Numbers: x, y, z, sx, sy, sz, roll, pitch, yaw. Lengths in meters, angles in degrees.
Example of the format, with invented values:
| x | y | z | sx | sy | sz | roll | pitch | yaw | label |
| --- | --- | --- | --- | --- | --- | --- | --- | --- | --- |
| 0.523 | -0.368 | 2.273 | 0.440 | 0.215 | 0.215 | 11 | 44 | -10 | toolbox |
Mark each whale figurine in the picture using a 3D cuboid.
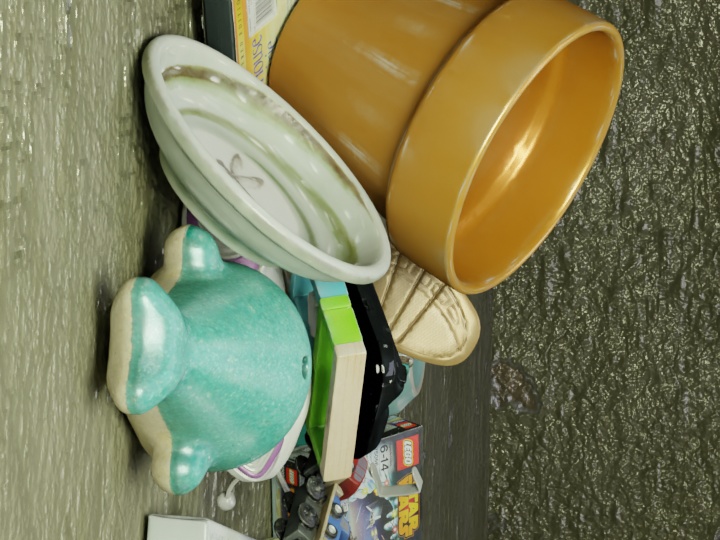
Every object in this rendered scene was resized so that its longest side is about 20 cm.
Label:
| x | y | z | sx | sy | sz | roll | pitch | yaw | label |
| --- | --- | --- | --- | --- | --- | --- | --- | --- | --- |
| -0.089 | 0.052 | 1.317 | 0.200 | 0.103 | 0.160 | 40 | 53 | -76 | whale figurine |

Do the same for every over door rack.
| x | y | z | sx | sy | sz | roll | pitch | yaw | label |
| --- | --- | --- | --- | --- | --- | --- | --- | --- | --- |
| -0.043 | 0.132 | 1.579 | 0.200 | 0.066 | 0.148 | 54 | 28 | -21 | over door rack |

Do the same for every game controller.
| x | y | z | sx | sy | sz | roll | pitch | yaw | label |
| --- | --- | --- | --- | --- | --- | --- | --- | --- | --- |
| -0.017 | 0.028 | 1.502 | 0.201 | 0.042 | 0.105 | -110 | -148 | -41 | game controller |

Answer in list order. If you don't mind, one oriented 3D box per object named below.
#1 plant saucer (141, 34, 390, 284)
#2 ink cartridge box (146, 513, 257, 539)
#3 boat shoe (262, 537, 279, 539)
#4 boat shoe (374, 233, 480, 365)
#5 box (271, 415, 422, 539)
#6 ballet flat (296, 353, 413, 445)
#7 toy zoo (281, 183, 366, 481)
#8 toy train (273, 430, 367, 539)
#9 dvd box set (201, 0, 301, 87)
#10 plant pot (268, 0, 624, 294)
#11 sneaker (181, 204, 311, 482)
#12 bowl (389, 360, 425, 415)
| x | y | z | sx | sy | sz | roll | pitch | yaw | label |
| --- | --- | --- | --- | --- | --- | --- | --- | --- | --- |
| -0.068 | -0.056 | 1.368 | 0.050 | 0.200 | 0.200 | -45 | -175 | 18 | plant saucer |
| -0.104 | 0.255 | 1.458 | 0.200 | 0.043 | 0.175 | 56 | 38 | -76 | ink cartridge box |
| -0.063 | 0.261 | 1.654 | 0.201 | 0.063 | 0.074 | -62 | 153 | -70 | boat shoe |
| 0.000 | 0.000 | 1.624 | 0.071 | 0.200 | 0.069 | -56 | 176 | -1 | boat shoe |
| -0.009 | 0.232 | 1.836 | 0.137 | 0.040 | 0.201 | -15 | 111 | -41 | box |
| -0.023 | 0.075 | 1.698 | 0.200 | 0.075 | 0.064 | -39 | -129 | 55 | ballet flat |
| -0.036 | 0.020 | 1.470 | 0.132 | 0.020 | 0.201 | 97 | -20 | -48 | toy zoo |
| -0.018 | 0.130 | 1.506 | 0.046 | 0.034 | 0.200 | 44 | 32 | -17 | toy train |
| -0.031 | -0.194 | 1.520 | 0.200 | 0.029 | 0.147 | -45 | 152 | -30 | dvd box set |
| 0.046 | -0.115 | 1.495 | 0.200 | 0.183 | 0.201 | -45 | 155 | -29 | plant pot |
| -0.071 | 0.038 | 1.469 | 0.100 | 0.074 | 0.201 | 79 | 6 | -82 | sneaker |
| -0.001 | 0.047 | 1.882 | 0.201 | 0.104 | 0.202 | 2 | 90 | -82 | bowl |
